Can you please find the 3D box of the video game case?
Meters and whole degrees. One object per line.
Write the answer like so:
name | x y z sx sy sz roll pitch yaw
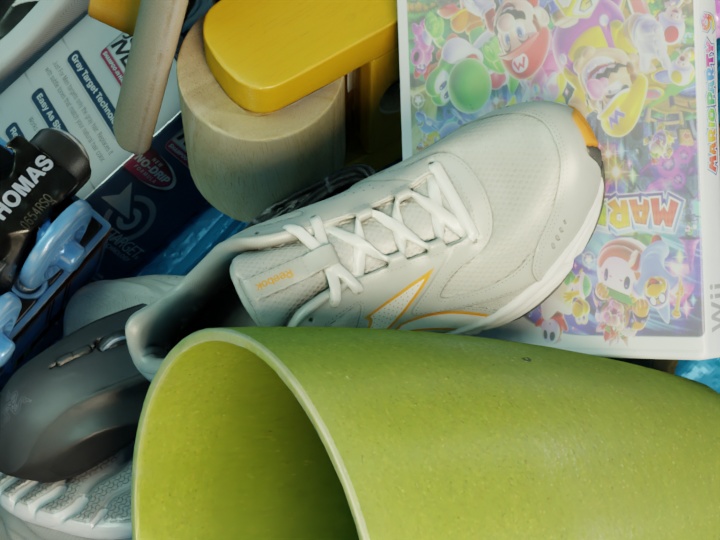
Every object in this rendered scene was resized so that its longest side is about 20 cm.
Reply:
video game case | 0.074 -0.068 0.997 0.143 0.018 0.201 0 94 40

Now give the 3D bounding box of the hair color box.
hair color box | -0.153 -0.033 1.259 0.200 0.060 0.100 -42 49 8

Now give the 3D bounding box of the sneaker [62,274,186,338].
sneaker | -0.032 0.032 1.131 0.199 0.088 0.076 15 109 36

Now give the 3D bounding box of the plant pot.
plant pot | 0.045 0.099 0.950 0.187 0.199 0.188 24 118 56

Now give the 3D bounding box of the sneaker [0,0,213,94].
sneaker | -0.150 -0.154 1.317 0.200 0.073 0.112 -34 52 15

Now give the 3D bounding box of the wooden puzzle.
wooden puzzle | -0.069 -0.176 1.111 0.046 0.185 0.201 20 61 -2

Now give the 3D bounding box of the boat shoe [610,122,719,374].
boat shoe | 0.092 0.022 1.062 0.201 0.072 0.066 -57 22 10

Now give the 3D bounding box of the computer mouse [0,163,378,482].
computer mouse | -0.074 0.017 1.071 0.200 0.034 0.059 -39 38 -1

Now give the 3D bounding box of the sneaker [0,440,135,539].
sneaker | -0.128 0.100 1.138 0.075 0.082 0.200 -42 26 -25

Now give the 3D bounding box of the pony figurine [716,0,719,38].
pony figurine | 0.174 -0.161 1.070 0.193 0.166 0.201 -12 54 62

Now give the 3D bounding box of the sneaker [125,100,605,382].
sneaker | 0.000 0.000 0.977 0.200 0.092 0.076 -33 72 20

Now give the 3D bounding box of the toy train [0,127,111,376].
toy train | -0.187 0.024 1.126 0.087 0.114 0.200 36 66 6

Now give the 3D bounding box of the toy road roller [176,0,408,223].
toy road roller | -0.011 -0.130 1.128 0.200 0.123 0.146 -33 68 -15

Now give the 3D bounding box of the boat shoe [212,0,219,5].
boat shoe | -0.030 -0.133 1.225 0.072 0.072 0.201 -15 57 27
